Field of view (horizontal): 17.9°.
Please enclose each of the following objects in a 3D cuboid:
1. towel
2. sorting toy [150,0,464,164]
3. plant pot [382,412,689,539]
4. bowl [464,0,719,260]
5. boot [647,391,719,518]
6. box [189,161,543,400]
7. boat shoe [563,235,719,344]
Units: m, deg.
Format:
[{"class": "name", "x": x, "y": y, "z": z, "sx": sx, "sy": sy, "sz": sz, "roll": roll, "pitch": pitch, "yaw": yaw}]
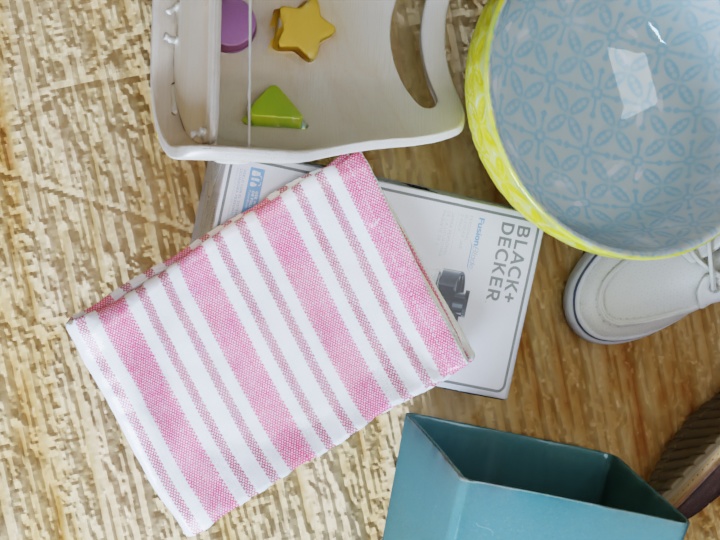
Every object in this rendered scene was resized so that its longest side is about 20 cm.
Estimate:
[{"class": "towel", "x": -0.050, "y": 0.041, "z": 1.300, "sx": 0.200, "sy": 0.030, "sz": 0.147, "roll": -31, "pitch": 101, "yaw": -9}, {"class": "sorting toy", "x": -0.024, "y": -0.142, "z": 1.304, "sx": 0.179, "sy": 0.107, "sz": 0.201, "roll": 4, "pitch": 77, "yaw": -16}, {"class": "plant pot", "x": 0.082, "y": 0.209, "z": 1.355, "sx": 0.141, "sy": 0.141, "sz": 0.201, "roll": 13, "pitch": 99, "yaw": -15}, {"class": "bowl", "x": 0.136, "y": -0.103, "z": 1.349, "sx": 0.200, "sy": 0.108, "sz": 0.201, "roll": 1, "pitch": 87, "yaw": -26}, {"class": "boot", "x": 0.293, "y": 0.132, "z": 1.432, "sx": 0.200, "sy": 0.072, "sz": 0.166, "roll": -41, "pitch": 101, "yaw": -12}, {"class": "box", "x": 0.000, "y": 0.000, "z": 1.355, "sx": 0.199, "sy": 0.060, "sz": 0.117, "roll": 13, "pitch": 92, "yaw": -15}, {"class": "boat shoe", "x": 0.219, "y": -0.013, "z": 1.404, "sx": 0.200, "sy": 0.070, "sz": 0.071, "roll": -25, "pitch": 100, "yaw": -11}]
